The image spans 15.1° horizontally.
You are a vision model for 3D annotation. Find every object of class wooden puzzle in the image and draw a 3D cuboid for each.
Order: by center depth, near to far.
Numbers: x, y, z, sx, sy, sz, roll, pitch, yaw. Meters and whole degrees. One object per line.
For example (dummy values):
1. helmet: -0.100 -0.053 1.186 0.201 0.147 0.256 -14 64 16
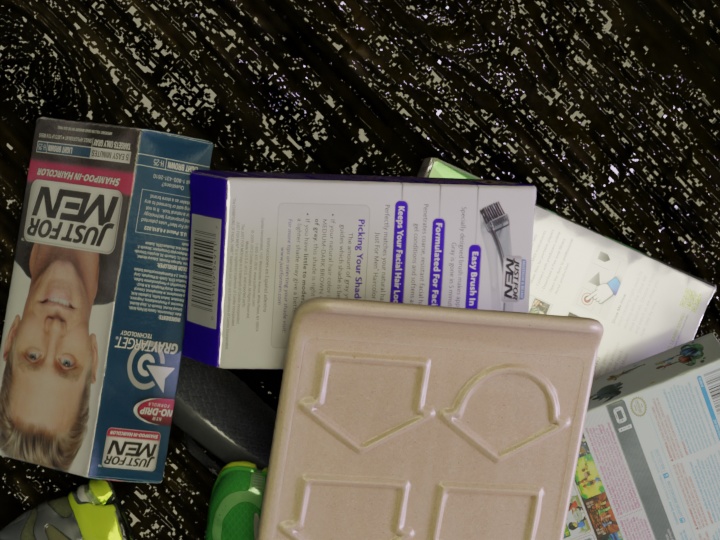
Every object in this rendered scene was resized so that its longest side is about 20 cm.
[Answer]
1. wooden puzzle: 0.033 0.109 1.544 0.184 0.046 0.201 5 109 -19

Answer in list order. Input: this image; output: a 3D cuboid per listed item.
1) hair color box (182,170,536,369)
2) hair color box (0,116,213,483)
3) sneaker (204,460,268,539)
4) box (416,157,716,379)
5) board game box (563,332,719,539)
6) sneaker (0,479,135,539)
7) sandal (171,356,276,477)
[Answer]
1. hair color box: 0.000 0.000 1.569 0.199 0.065 0.110 2 95 -24
2. hair color box: -0.153 0.016 1.575 0.060 0.100 0.202 9 90 -45
3. sneaker: -0.068 0.209 1.581 0.074 0.084 0.201 10 109 7
4. box: 0.102 0.035 1.664 0.199 0.036 0.145 24 87 -12
5. board game box: 0.147 0.144 1.629 0.199 0.064 0.148 -21 105 0
6. sneaker: -0.159 0.226 1.606 0.080 0.074 0.201 -14 88 0
7. sandal: -0.055 0.121 1.619 0.200 0.076 0.043 39 111 -8
